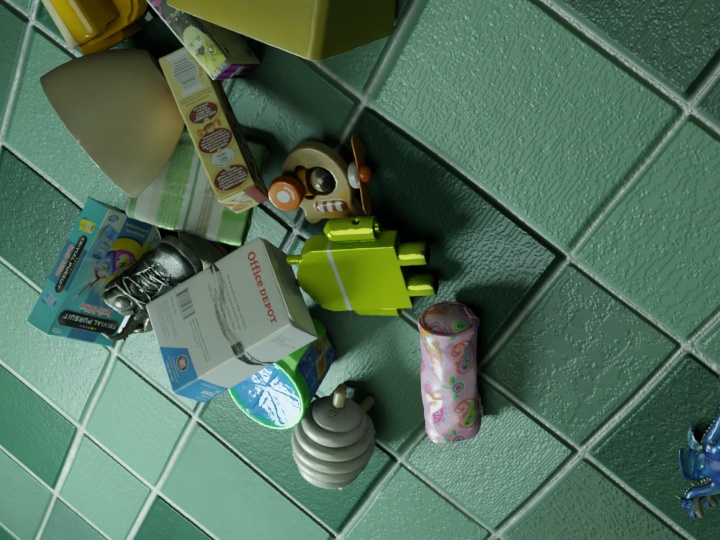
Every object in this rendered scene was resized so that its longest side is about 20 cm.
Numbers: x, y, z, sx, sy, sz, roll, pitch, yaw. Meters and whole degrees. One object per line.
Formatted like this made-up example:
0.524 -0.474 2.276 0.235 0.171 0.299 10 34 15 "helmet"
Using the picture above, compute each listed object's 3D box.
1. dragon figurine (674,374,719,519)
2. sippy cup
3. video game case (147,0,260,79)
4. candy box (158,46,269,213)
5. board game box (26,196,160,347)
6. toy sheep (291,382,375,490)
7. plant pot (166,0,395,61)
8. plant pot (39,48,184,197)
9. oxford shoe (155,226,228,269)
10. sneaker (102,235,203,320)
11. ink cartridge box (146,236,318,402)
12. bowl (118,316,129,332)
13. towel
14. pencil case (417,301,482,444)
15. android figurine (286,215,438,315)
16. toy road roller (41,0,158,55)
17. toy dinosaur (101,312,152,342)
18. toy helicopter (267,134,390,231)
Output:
0.429 0.229 1.399 0.099 0.059 0.201 -5 118 35 "dragon figurine"
-0.107 0.140 1.647 0.177 0.130 0.140 -8 116 37 "sippy cup"
-0.205 -0.312 1.372 0.036 0.200 0.181 -39 96 10 "video game case"
-0.186 -0.180 1.451 0.055 0.115 0.201 -23 83 4 "candy box"
-0.383 0.007 1.657 0.047 0.151 0.201 27 92 26 "board game box"
-0.038 0.246 1.672 0.137 0.138 0.201 19 128 22 "toy sheep"
-0.069 -0.363 1.252 0.199 0.200 0.177 25 119 18 "plant pot"
-0.310 -0.217 1.506 0.134 0.200 0.201 -37 98 3 "plant pot"
-0.253 -0.027 1.670 0.071 0.074 0.200 -23 106 41 "oxford shoe"
-0.294 0.015 1.593 0.076 0.114 0.199 48 153 -15 "sneaker"
-0.177 0.069 1.549 0.200 0.084 0.145 -30 63 15 "ink cartridge box"
-0.405 0.026 1.797 0.200 0.090 0.202 17 129 23 "bowl"
-0.229 -0.123 1.578 0.199 0.031 0.150 16 93 23 "towel"
0.124 0.141 1.531 0.087 0.087 0.201 12 126 27 "pencil case"
0.000 0.000 1.502 0.199 0.041 0.182 -3 137 18 "android figurine"
-0.357 -0.349 1.472 0.200 0.146 0.123 -18 109 40 "toy road roller"
-0.306 0.064 1.707 0.102 0.200 0.077 -42 59 34 "toy dinosaur"
-0.015 -0.092 1.485 0.132 0.079 0.200 -33 109 34 "toy helicopter"
